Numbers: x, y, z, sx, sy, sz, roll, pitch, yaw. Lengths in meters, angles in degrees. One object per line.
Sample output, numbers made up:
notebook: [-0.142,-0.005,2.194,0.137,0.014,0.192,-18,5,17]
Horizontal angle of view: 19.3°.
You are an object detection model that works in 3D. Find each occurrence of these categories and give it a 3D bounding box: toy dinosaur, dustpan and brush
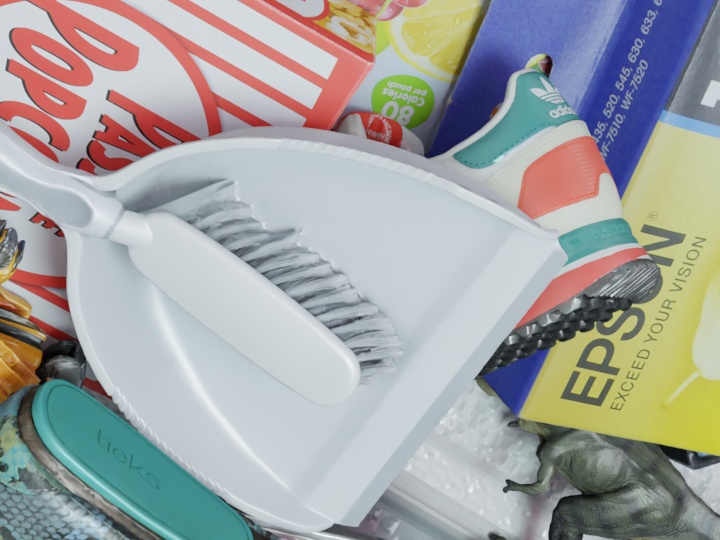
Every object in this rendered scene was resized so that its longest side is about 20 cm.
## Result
toy dinosaur: [0.104,0.100,0.841,0.200,0.047,0.088,34,121,-7]
dustpan and brush: [-0.057,-0.008,0.643,0.200,0.057,0.140,36,118,-1]

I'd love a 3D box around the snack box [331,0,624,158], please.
snack box: [0.029,-0.047,0.760,0.200,0.053,0.142,13,118,-19]

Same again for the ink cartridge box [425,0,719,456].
ink cartridge box: [0.125,-0.029,0.738,0.200,0.047,0.198,10,118,-23]

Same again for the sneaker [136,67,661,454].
sneaker: [0.000,0.000,0.719,0.070,0.200,0.093,-4,72,-59]

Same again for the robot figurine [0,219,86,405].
robot figurine: [-0.187,0.047,0.678,0.200,0.058,0.145,-33,114,18]

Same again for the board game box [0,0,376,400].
board game box: [-0.118,-0.063,0.678,0.200,0.046,0.152,28,114,-13]

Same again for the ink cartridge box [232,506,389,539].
ink cartridge box: [-0.046,0.182,0.731,0.144,0.084,0.200,15,87,-7]

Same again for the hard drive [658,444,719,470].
hard drive: [0.174,-0.032,0.866,0.140,0.038,0.200,-15,105,-20]

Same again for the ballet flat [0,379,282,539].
ballet flat: [-0.042,0.111,0.662,0.200,0.074,0.074,39,84,-11]
